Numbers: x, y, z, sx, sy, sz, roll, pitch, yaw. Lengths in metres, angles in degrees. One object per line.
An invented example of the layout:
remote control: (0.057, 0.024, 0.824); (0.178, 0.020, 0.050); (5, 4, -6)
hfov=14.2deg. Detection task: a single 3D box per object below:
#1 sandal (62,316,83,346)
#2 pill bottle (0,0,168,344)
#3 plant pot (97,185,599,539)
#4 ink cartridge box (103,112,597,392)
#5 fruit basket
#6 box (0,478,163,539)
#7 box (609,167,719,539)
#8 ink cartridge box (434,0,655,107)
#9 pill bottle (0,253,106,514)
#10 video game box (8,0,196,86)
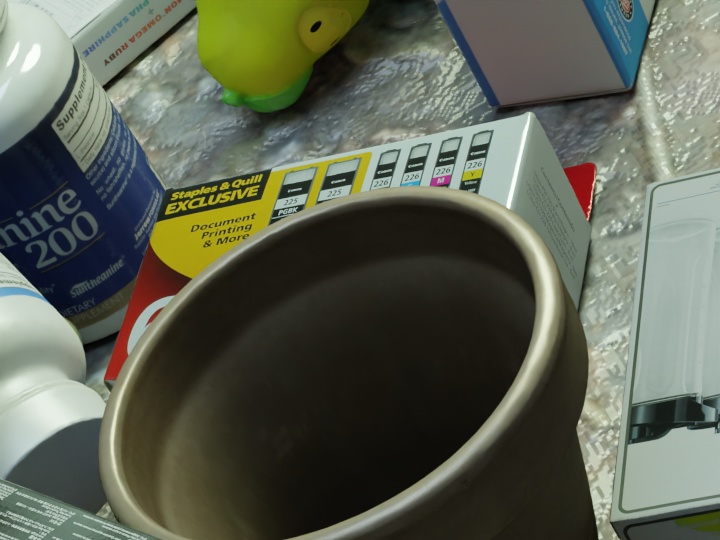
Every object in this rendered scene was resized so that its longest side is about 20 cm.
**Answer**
sandal: (-0.207, 0.048, 1.455); (0.201, 0.057, 0.080); (16, 96, 46)
pill bottle: (-0.178, -0.063, 1.464); (0.111, 0.200, 0.111); (-19, 40, 17)
plant pot: (0.019, 0.092, 1.187); (0.200, 0.175, 0.200); (-19, 40, 17)
ink cartridge box: (0.000, 0.000, 1.373); (0.200, 0.084, 0.176); (-11, 42, 24)
fruit basket: (-0.026, -0.193, 1.545); (0.155, 0.216, 0.216); (-16, 41, 20)
box: (-0.084, 0.186, 1.138); (0.200, 0.193, 0.048); (16, 42, 42)
box: (0.177, 0.040, 1.231); (0.117, 0.060, 0.200); (-11, 43, 24)
ink cartridge box: (0.097, -0.206, 1.480); (0.084, 0.145, 0.200); (-7, 44, 28)
pill bottle: (-0.198, 0.040, 1.349); (0.112, 0.112, 0.200); (-40, 60, -11)
video game box: (-0.156, -0.199, 1.721); (0.182, 0.047, 0.200); (-43, 40, -11)
